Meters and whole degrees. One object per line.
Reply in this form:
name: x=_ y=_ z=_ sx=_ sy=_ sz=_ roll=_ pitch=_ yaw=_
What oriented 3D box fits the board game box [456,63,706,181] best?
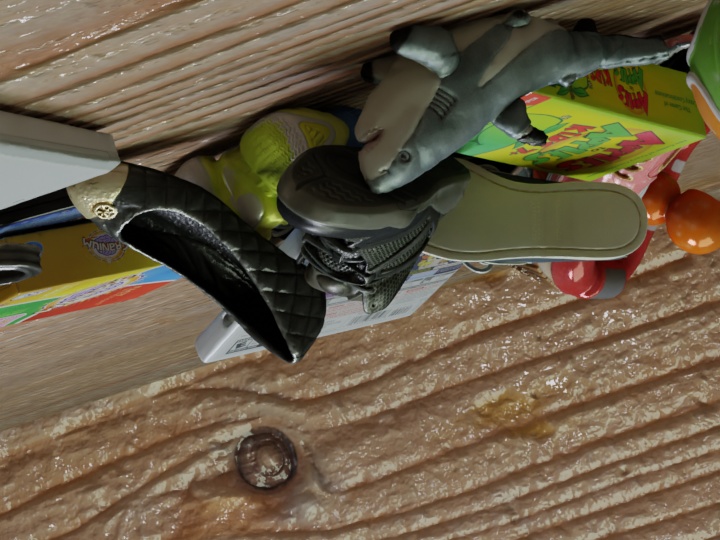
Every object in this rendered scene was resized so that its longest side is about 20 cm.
board game box: x=0.130 y=-0.107 z=1.425 sx=0.102 sy=0.048 sz=0.200 roll=-21 pitch=161 yaw=38

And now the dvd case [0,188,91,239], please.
dvd case: x=-0.240 y=-0.025 z=1.504 sx=0.143 sy=0.018 sz=0.200 roll=-16 pitch=174 yaw=-15

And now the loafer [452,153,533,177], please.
loafer: x=0.037 y=-0.048 z=1.627 sx=0.200 sy=0.072 sz=0.063 roll=-27 pitch=171 yaw=-3

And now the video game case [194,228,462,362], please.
video game case: x=0.000 y=0.000 z=1.564 sx=0.200 sy=0.023 sz=0.182 roll=-11 pitch=158 yaw=-37

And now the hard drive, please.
hard drive: x=-0.228 y=-0.053 z=1.188 sx=0.132 sy=0.026 sz=0.200 roll=-18 pitch=176 yaw=13

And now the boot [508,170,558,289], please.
boot: x=0.143 y=-0.056 z=1.763 sx=0.107 sy=0.075 sz=0.200 roll=-58 pitch=155 yaw=-11

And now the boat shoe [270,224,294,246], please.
boat shoe: x=-0.060 y=-0.050 z=1.585 sx=0.074 sy=0.060 sz=0.200 roll=-18 pitch=176 yaw=-17

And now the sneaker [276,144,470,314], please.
sneaker: x=-0.005 y=-0.021 z=1.342 sx=0.114 sy=0.076 sz=0.199 roll=-62 pitch=165 yaw=17

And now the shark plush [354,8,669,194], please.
shark plush: x=0.085 y=-0.108 z=1.297 sx=0.200 sy=0.083 sz=0.091 roll=-14 pitch=174 yaw=-26

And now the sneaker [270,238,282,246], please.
sneaker: x=-0.045 y=-0.023 z=1.718 sx=0.200 sy=0.071 sz=0.080 roll=-5 pitch=158 yaw=16

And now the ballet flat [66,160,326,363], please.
ballet flat: x=-0.103 y=-0.010 z=1.392 sx=0.200 sy=0.057 sz=0.066 roll=32 pitch=140 yaw=-22

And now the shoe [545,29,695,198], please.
shoe: x=0.193 y=-0.097 z=1.562 sx=0.200 sy=0.071 sz=0.091 roll=-47 pitch=168 yaw=21

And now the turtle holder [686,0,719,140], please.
turtle holder: x=0.273 y=-0.148 z=1.317 sx=0.141 sy=0.186 sz=0.132 roll=17 pitch=167 yaw=-11

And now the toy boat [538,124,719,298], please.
toy boat: x=0.234 y=-0.058 z=1.697 sx=0.131 sy=0.200 sz=0.130 roll=29 pitch=-166 yaw=26

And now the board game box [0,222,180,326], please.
board game box: x=-0.205 y=0.000 z=1.548 sx=0.200 sy=0.040 sz=0.153 roll=-12 pitch=174 yaw=-41

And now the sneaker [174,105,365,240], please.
sneaker: x=-0.052 y=-0.057 z=1.453 sx=0.105 sy=0.076 sz=0.200 roll=-14 pitch=174 yaw=-35

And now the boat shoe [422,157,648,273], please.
boat shoe: x=0.094 y=-0.038 z=1.477 sx=0.200 sy=0.075 sz=0.062 roll=0 pitch=172 yaw=-8

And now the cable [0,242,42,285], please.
cable: x=-0.304 y=0.000 z=1.420 sx=0.200 sy=0.050 sz=0.097 roll=-21 pitch=153 yaw=32
